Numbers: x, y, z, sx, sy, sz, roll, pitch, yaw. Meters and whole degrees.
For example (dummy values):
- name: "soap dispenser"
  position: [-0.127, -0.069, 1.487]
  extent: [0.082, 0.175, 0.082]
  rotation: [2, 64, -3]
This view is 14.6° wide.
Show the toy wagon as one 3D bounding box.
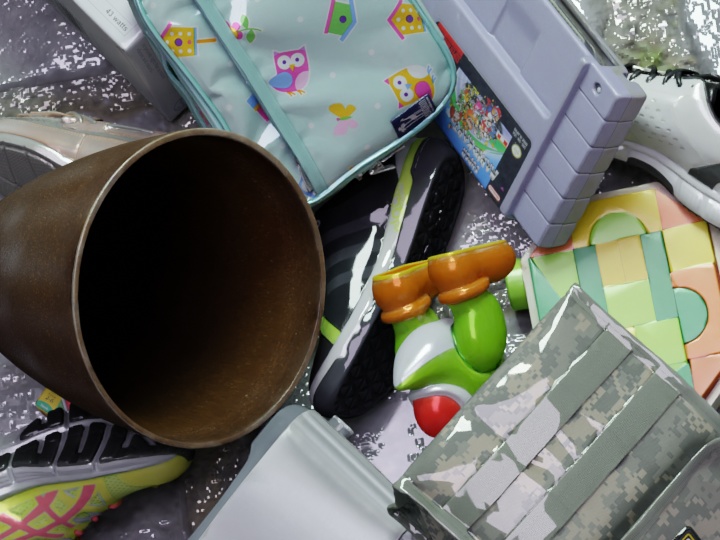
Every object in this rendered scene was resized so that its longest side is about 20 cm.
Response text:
- name: "toy wagon"
  position: [0.175, 0.047, 1.745]
  extent: [0.154, 0.040, 0.201]
  rotation: [-12, 70, 7]

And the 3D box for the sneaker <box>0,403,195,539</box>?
- name: "sneaker"
  position: [-0.190, 0.143, 1.766]
  extent: [0.199, 0.078, 0.091]
  rotation: [-15, 115, 15]

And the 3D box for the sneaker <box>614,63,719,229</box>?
- name: "sneaker"
  position: [0.188, -0.102, 1.756]
  extent: [0.199, 0.080, 0.074]
  rotation: [30, 37, 20]

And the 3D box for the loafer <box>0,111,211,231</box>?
- name: "loafer"
  position: [-0.164, -0.068, 1.831]
  extent: [0.199, 0.072, 0.063]
  rotation: [15, 54, 27]

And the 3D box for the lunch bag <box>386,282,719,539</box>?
- name: "lunch bag"
  position: [0.138, 0.140, 1.599]
  extent: [0.200, 0.118, 0.164]
  rotation: [42, 78, 8]

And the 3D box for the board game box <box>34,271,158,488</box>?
- name: "board game box"
  position: [-0.114, 0.031, 1.814]
  extent: [0.095, 0.030, 0.200]
  rotation: [31, 78, 18]

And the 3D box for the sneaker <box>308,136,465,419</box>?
- name: "sneaker"
  position: [0.000, 0.000, 1.787]
  extent: [0.082, 0.072, 0.201]
  rotation: [14, 69, 27]

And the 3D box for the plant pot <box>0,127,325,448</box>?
- name: "plant pot"
  position: [-0.154, 0.006, 1.724]
  extent: [0.199, 0.187, 0.188]
  rotation: [4, 69, 50]

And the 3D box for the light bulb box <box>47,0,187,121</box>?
- name: "light bulb box"
  position: [-0.130, -0.247, 1.853]
  extent: [0.200, 0.125, 0.198]
  rotation: [-43, 69, -6]

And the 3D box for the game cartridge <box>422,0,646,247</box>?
- name: "game cartridge"
  position: [0.092, -0.125, 1.760]
  extent: [0.200, 0.038, 0.130]
  rotation: [55, 130, 34]

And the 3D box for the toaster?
- name: "toaster"
  position: [-0.042, 0.191, 1.702]
  extent: [0.129, 0.114, 0.200]
  rotation: [35, 80, 17]

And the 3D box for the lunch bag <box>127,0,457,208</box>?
- name: "lunch bag"
  position: [-0.045, -0.141, 1.740]
  extent: [0.160, 0.077, 0.201]
  rotation: [-36, 101, -8]

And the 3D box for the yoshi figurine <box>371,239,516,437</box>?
- name: "yoshi figurine"
  position: [0.083, 0.085, 1.715]
  extent: [0.111, 0.112, 0.201]
  rotation: [-15, 89, 1]
